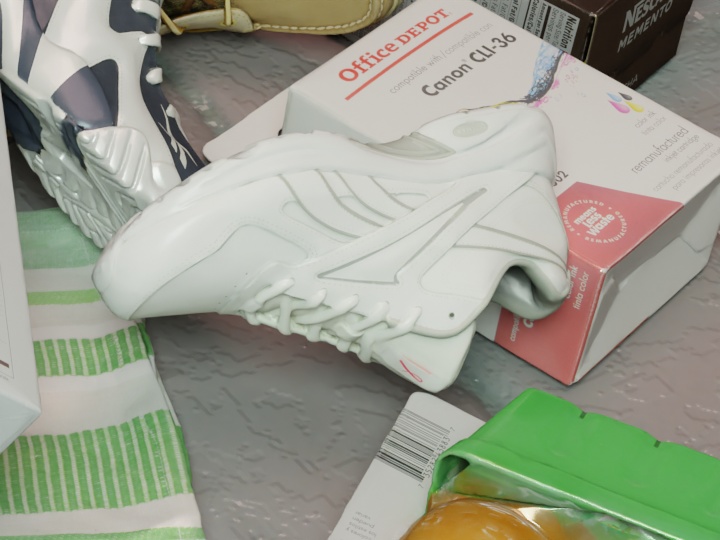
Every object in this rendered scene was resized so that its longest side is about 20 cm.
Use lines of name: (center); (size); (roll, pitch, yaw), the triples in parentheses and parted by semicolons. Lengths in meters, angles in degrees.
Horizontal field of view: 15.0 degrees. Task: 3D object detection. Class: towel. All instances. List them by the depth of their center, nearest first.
towel: (-0.145, 0.044, 1.034); (0.152, 0.023, 0.200); (-3, 42, -16)

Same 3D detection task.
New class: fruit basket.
fruit basket: (0.066, 0.141, 0.933); (0.185, 0.094, 0.200); (20, 49, 11)

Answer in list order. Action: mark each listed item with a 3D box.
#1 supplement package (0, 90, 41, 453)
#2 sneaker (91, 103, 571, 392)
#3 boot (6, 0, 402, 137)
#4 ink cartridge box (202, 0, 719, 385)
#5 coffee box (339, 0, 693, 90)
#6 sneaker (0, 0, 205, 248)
supplement package: (-0.194, -0.010, 0.950); (0.114, 0.110, 0.200); (30, 31, -34)
sneaker: (0.000, 0.000, 1.009); (0.200, 0.078, 0.100); (-13, 77, -26)
boot: (-0.095, -0.113, 1.181); (0.200, 0.073, 0.155); (14, 38, 20)
ink cartridge box: (0.044, -0.049, 1.154); (0.200, 0.068, 0.116); (30, 43, 22)
coffee box: (0.046, -0.151, 1.265); (0.200, 0.080, 0.113); (29, 42, 20)
sneaker: (-0.090, -0.095, 1.085); (0.199, 0.080, 0.130); (41, 68, 11)
